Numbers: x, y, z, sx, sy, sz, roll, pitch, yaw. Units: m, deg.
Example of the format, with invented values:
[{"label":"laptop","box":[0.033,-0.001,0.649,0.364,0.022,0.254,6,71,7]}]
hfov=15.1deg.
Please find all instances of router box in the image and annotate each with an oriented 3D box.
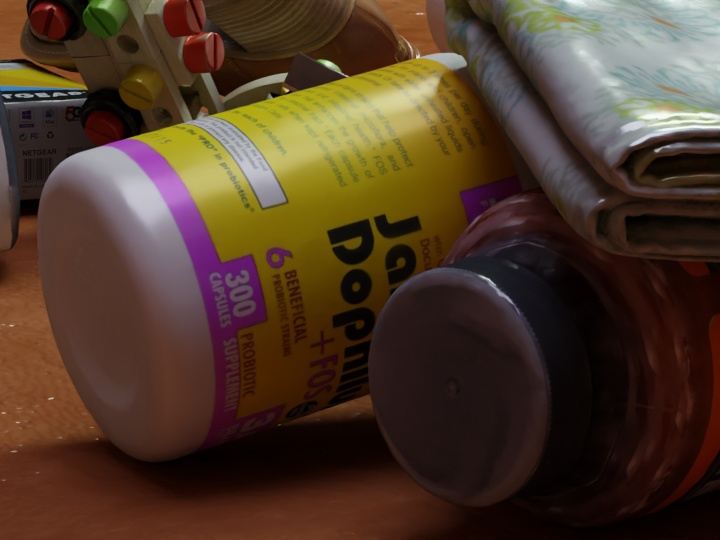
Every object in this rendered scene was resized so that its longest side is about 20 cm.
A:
[{"label":"router box","box":[-0.234,-0.065,1.298,0.199,0.051,0.149,-5,13,-24]}]

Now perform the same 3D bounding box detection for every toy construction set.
[{"label":"toy construction set","box":[-0.069,-0.104,1.215,0.130,0.201,0.092,-1,27,28]}]

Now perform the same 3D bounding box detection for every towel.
[{"label":"towel","box":[0.127,-0.052,0.838,0.170,0.048,0.200,6,21,-13]}]

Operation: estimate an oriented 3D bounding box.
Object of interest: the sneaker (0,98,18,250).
[{"label":"sneaker","box":[-0.235,-0.083,1.140,0.145,0.203,0.077,-20,-13,-20]}]

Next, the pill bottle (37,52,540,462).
[{"label":"pill bottle","box":[0.000,-0.012,0.913,0.199,0.105,0.104,-18,20,-25]}]

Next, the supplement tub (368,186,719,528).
[{"label":"supplement tub","box":[0.094,0.019,0.854,0.107,0.108,0.199,13,17,41]}]

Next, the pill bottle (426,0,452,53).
[{"label":"pill bottle","box":[0.120,-0.138,1.522,0.114,0.115,0.200,-4,14,-23]}]

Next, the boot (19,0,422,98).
[{"label":"boot","box":[-0.062,-0.101,1.360,0.199,0.074,0.155,0,-26,43]}]

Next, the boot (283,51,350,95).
[{"label":"boot","box":[0.008,-0.035,1.172,0.073,0.076,0.200,26,3,26]}]
